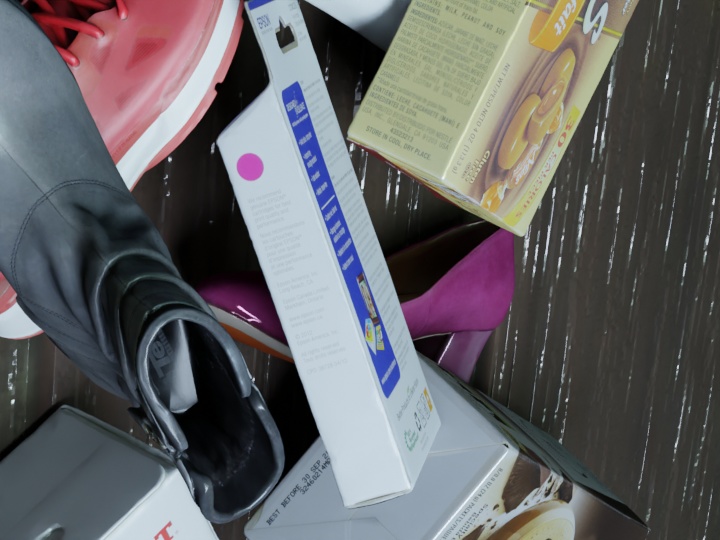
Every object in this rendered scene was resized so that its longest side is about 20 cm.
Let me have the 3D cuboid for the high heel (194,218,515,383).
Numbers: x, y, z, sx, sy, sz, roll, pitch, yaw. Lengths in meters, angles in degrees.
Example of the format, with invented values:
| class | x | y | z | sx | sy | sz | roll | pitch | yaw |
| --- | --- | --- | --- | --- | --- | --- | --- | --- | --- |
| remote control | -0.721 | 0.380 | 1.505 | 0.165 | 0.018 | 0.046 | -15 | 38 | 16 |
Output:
| class | x | y | z | sx | sy | sz | roll | pitch | yaw |
| --- | --- | --- | --- | --- | --- | --- | --- | --- | --- |
| high heel | 0.000 | 0.000 | 0.997 | 0.200 | 0.067 | 0.097 | 19 | 89 | -56 |

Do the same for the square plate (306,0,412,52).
| class | x | y | z | sx | sy | sz | roll | pitch | yaw |
| --- | --- | --- | --- | --- | --- | --- | --- | --- | --- |
| square plate | 0.045 | -0.190 | 0.939 | 0.201 | 0.028 | 0.198 | -65 | 153 | 1 |

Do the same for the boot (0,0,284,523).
| class | x | y | z | sx | sy | sz | roll | pitch | yaw |
| --- | --- | --- | --- | --- | --- | --- | --- | --- | --- |
| boot | -0.092 | -0.010 | 0.756 | 0.070 | 0.132 | 0.200 | -40 | 131 | -6 |

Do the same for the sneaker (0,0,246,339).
| class | x | y | z | sx | sy | sz | roll | pitch | yaw |
| --- | --- | --- | --- | --- | --- | --- | --- | --- | --- |
| sneaker | -0.122 | -0.078 | 0.821 | 0.115 | 0.078 | 0.201 | 27 | 87 | -49 |

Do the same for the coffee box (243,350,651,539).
| class | x | y | z | sx | sy | sz | roll | pitch | yaw |
| --- | --- | --- | --- | --- | --- | --- | --- | --- | --- |
| coffee box | 0.047 | 0.122 | 1.034 | 0.113 | 0.080 | 0.200 | -50 | 150 | 4 |

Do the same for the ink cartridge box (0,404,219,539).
| class | x | y | z | sx | sy | sz | roll | pitch | yaw |
| --- | --- | --- | --- | --- | --- | --- | --- | --- | --- |
| ink cartridge box | -0.117 | 0.182 | 0.937 | 0.146 | 0.086 | 0.201 | -42 | 132 | -24 |

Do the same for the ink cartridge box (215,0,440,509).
| class | x | y | z | sx | sy | sz | roll | pitch | yaw |
| --- | --- | --- | --- | --- | --- | --- | --- | --- | --- |
| ink cartridge box | -0.017 | -0.013 | 0.886 | 0.095 | 0.037 | 0.201 | -52 | 126 | -76 |

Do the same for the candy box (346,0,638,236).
| class | x | y | z | sx | sy | sz | roll | pitch | yaw |
| --- | --- | --- | --- | --- | --- | --- | --- | --- | --- |
| candy box | 0.077 | -0.125 | 0.959 | 0.201 | 0.055 | 0.115 | -64 | 156 | -1 |
